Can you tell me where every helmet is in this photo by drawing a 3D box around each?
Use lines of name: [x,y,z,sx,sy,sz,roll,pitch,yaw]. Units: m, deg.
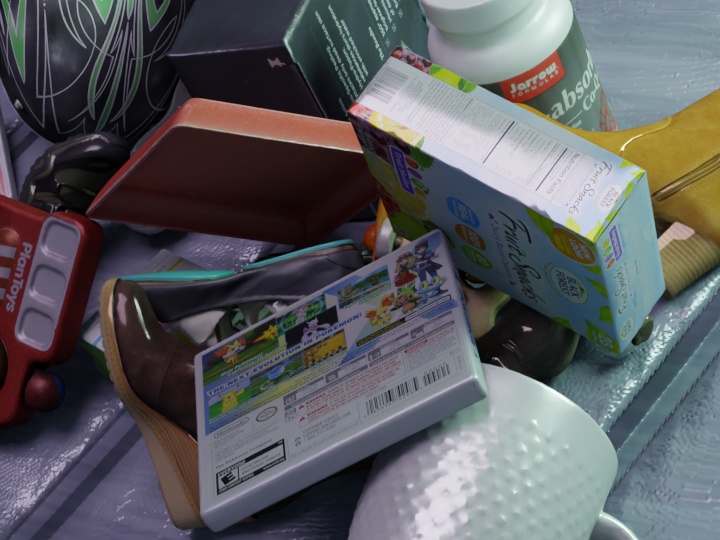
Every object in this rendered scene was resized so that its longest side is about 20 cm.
helmet: [-0.237,-0.215,1.835,0.199,0.200,0.191,-27,38,1]

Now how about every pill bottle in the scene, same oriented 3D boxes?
pill bottle: [0.119,-0.156,1.574,0.115,0.200,0.116,-15,42,15]

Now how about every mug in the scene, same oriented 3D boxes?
mug: [0.089,0.182,1.304,0.199,0.148,0.176,24,61,7]

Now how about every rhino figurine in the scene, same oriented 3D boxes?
rhino figurine: [0.108,0.073,1.453,0.200,0.060,0.087,-40,46,-12]

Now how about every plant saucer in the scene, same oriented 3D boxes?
plant saucer: [-0.085,-0.076,1.558,0.200,0.199,0.037,-36,52,57]

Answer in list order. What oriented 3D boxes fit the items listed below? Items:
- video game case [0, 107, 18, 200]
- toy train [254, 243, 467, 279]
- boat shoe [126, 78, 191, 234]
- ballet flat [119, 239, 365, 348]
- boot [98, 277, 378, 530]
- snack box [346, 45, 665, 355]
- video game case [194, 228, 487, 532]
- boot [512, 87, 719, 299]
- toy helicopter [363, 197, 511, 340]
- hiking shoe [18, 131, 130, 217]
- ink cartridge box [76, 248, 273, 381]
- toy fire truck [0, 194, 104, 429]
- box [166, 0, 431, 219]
video game case: [-0.420,-0.082,1.909,0.199,0.017,0.144,-22,55,7]
toy train: [0.000,0.000,1.609,0.199,0.034,0.046,-3,36,26]
boat shoe: [-0.145,-0.107,1.782,0.074,0.065,0.203,2,53,28]
ballet flat: [-0.089,0.024,1.513,0.199,0.073,0.073,-9,44,19]
boot: [-0.087,0.077,1.478,0.166,0.201,0.072,-21,0,9]
snack box: [0.101,-0.045,1.379,0.199,0.169,0.068,28,72,25]
video game case: [-0.019,0.069,1.348,0.199,0.022,0.183,-28,31,11]
boot: [0.214,-0.090,1.509,0.144,0.071,0.201,-44,77,-7]
toy helicopter: [0.037,0.019,1.515,0.132,0.079,0.200,38,89,14]
hiking shoe: [-0.256,-0.029,1.735,0.200,0.076,0.101,-44,54,21]
ink cartridge box: [-0.119,0.064,1.585,0.104,0.059,0.200,-45,43,-19]
toy fire truck: [-0.293,0.037,1.635,0.167,0.112,0.201,19,96,34]
box: [-0.040,-0.178,1.686,0.117,0.197,0.201,-2,47,28]
